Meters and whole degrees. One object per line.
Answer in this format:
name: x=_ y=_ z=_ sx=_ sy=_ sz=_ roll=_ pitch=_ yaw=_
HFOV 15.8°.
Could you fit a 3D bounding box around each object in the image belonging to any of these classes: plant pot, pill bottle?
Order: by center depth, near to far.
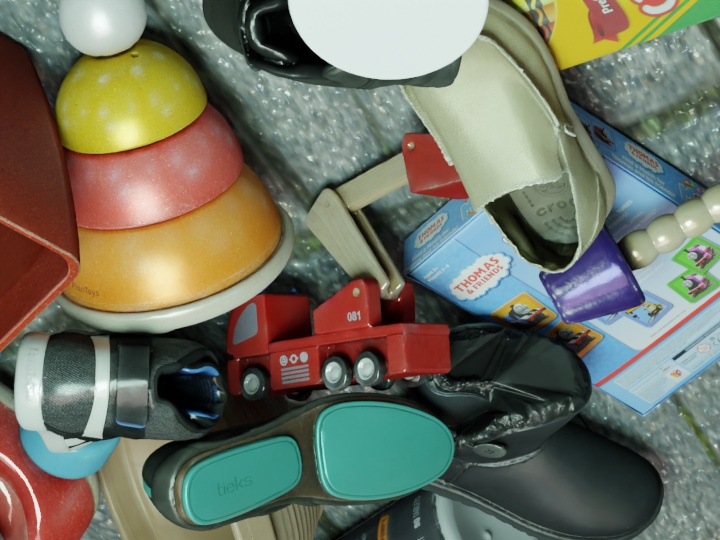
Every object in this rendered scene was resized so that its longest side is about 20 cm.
pill bottle: x=0.015 y=-0.194 z=1.259 sx=0.115 sy=0.201 sz=0.116 roll=0 pitch=136 yaw=0
plant pot: x=-0.278 y=-0.055 z=1.426 sx=0.199 sy=0.177 sz=0.200 roll=30 pitch=129 yaw=-25
plant pot: x=-0.087 y=0.131 z=1.639 sx=0.092 sy=0.201 sz=0.202 roll=-24 pitch=143 yaw=-26
pill bottle: x=0.021 y=0.221 z=1.750 sx=0.106 sy=0.107 sz=0.200 roll=34 pitch=127 yaw=-29

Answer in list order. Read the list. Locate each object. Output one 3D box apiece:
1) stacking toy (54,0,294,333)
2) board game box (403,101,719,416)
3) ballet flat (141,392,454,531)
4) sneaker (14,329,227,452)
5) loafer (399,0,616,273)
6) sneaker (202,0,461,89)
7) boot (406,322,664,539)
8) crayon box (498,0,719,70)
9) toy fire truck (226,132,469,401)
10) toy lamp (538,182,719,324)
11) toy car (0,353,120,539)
stacking toy: x=-0.124 y=-0.079 z=1.454 sx=0.145 sy=0.146 sz=0.201 roll=-7 pitch=119 yaw=9
board game box: x=0.149 y=-0.003 z=1.567 sx=0.199 sy=0.037 sz=0.151 roll=30 pitch=129 yaw=-27
ballet flat: x=-0.041 y=0.106 z=1.515 sx=0.199 sy=0.068 sz=0.069 roll=-5 pitch=100 yaw=-34
sneaker: x=-0.130 y=0.073 z=1.500 sx=0.111 sy=0.074 sz=0.200 roll=4 pitch=178 yaw=4
loafer: x=0.080 y=-0.073 z=1.403 sx=0.075 sy=0.069 sz=0.200 roll=-21 pitch=131 yaw=27
sneaker: x=-0.034 y=-0.134 z=1.349 sx=0.090 sy=0.200 sz=0.076 roll=-11 pitch=104 yaw=-34
boot: x=0.116 y=0.104 z=1.615 sx=0.199 sy=0.077 sz=0.168 roll=17 pitch=157 yaw=-7
crayon box: x=0.106 y=-0.172 z=1.386 sx=0.199 sy=0.051 sz=0.127 roll=-18 pitch=133 yaw=20
toy fire truck: x=0.000 y=0.000 z=1.528 sx=0.199 sy=0.142 sz=0.049 roll=-9 pitch=171 yaw=39
toy lamp: x=0.196 y=-0.031 z=1.482 sx=0.199 sy=0.058 sz=0.058 roll=-28 pitch=131 yaw=5
toy car: x=-0.271 y=0.159 z=1.605 sx=0.176 sy=0.200 sz=0.185 roll=33 pitch=133 yaw=-5
